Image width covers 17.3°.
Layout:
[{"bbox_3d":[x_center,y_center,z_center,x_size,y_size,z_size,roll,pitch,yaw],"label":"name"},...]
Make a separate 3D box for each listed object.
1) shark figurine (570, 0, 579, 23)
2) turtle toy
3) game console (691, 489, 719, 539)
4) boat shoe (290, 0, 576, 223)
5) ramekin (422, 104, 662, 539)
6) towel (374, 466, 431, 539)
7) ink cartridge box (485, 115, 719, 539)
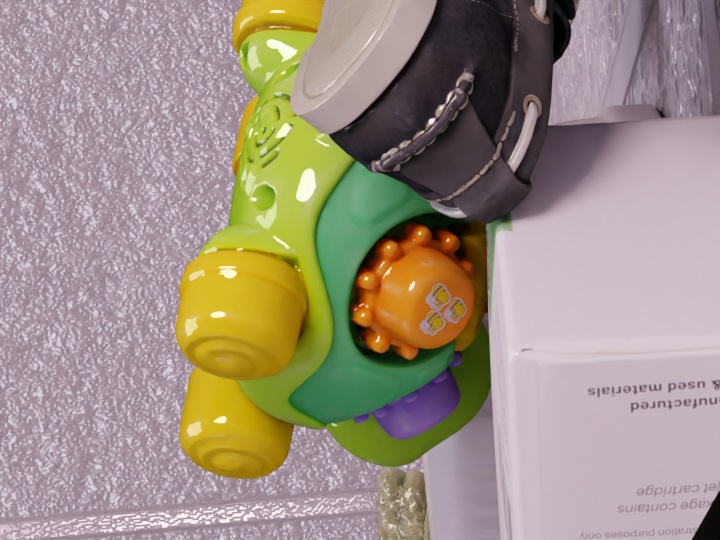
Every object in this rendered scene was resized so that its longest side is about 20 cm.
[{"bbox_3d":[0.062,-0.138,0.978,0.128,0.089,0.215,-54,1,28],"label":"shark figurine"},{"bbox_3d":[0.000,0.000,0.782,0.200,0.101,0.146,94,-176,-61],"label":"turtle toy"},{"bbox_3d":[0.117,0.108,0.384,0.200,0.116,0.176,-95,30,-69],"label":"game console"},{"bbox_3d":[0.030,-0.083,0.704,0.072,0.068,0.200,-49,15,31],"label":"boat shoe"},{"bbox_3d":[0.074,0.037,0.950,0.200,0.105,0.201,-5,-90,-89],"label":"ramekin"},{"bbox_3d":[0.075,0.180,1.003,0.036,0.148,0.200,-45,40,37],"label":"towel"},{"bbox_3d":[0.083,0.074,0.680,0.145,0.087,0.200,-91,-1,-64],"label":"ink cartridge box"}]
